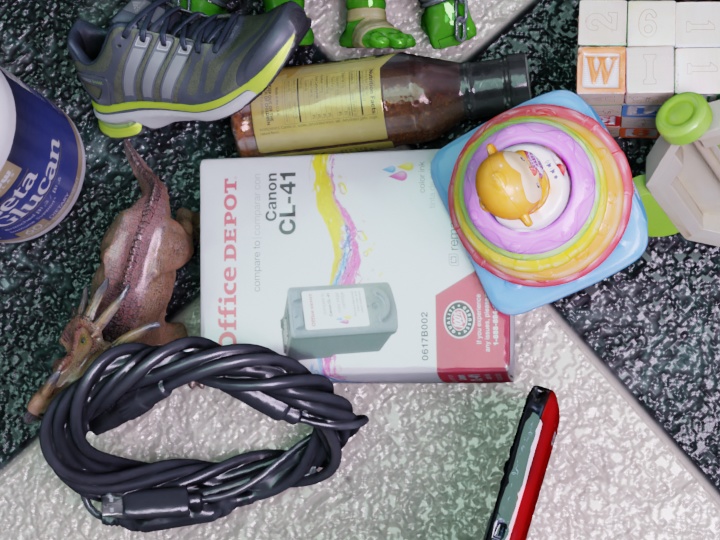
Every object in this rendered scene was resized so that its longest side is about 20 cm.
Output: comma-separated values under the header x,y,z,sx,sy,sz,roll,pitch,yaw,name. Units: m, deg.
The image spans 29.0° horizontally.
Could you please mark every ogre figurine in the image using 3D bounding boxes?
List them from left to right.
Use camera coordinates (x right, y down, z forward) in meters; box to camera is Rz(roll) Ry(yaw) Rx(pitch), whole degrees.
x,y,z,sx,sy,sz,roll,pitch,yaw,name
-0.026,-0.211,0.943,0.200,0.098,0.120,5,101,25,ogre figurine

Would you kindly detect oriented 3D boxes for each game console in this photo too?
x,y,z,sx,sy,sz,roll,pitch,yaw,name
0.040,0.142,0.822,0.118,0.200,0.173,16,85,10,game console

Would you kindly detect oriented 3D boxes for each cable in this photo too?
x,y,z,sx,sy,sz,roll,pitch,yaw,name
-0.095,0.097,0.873,0.200,0.163,0.051,-8,45,-2,cable

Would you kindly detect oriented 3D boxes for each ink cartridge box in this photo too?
x,y,z,sx,sy,sz,roll,pitch,yaw,name
0.000,0.000,0.909,0.200,0.086,0.148,-2,82,7,ink cartridge box

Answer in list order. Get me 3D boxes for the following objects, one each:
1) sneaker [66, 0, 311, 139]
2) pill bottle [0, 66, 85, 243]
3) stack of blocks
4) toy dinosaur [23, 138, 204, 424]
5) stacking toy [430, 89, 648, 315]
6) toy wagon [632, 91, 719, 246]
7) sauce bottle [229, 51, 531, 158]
x,y,z,sx,sy,sz,roll,pitch,yaw,name
-0.119,-0.142,0.907,0.200,0.081,0.074,-11,37,36,sneaker
-0.263,-0.086,0.905,0.111,0.200,0.111,-1,82,9,pill bottle
0.236,-0.124,0.873,0.200,0.115,0.059,2,82,9,stack of blocks
-0.148,0.006,0.906,0.086,0.136,0.200,6,82,10,toy dinosaur
0.090,-0.043,0.752,0.110,0.200,0.116,-26,83,11,stacking toy
0.235,-0.057,0.848,0.200,0.155,0.040,-14,50,32,toy wagon
0.014,-0.112,0.935,0.200,0.066,0.066,-6,81,6,sauce bottle
